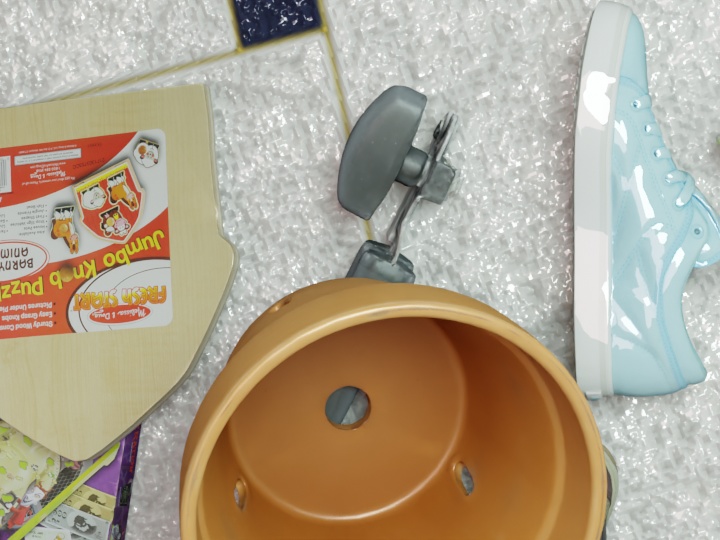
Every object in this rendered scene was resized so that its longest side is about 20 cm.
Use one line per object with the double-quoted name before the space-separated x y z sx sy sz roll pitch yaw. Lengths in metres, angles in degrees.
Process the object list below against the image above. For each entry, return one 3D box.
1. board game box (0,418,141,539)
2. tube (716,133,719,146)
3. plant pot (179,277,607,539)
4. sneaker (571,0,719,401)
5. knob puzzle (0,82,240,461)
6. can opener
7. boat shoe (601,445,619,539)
"board game box" -0.227 0.111 0.993 0.198 0.032 0.121 11 99 14
"tube" 0.257 -0.004 0.846 0.200 0.052 0.058 51 145 5
"plant pot" 0.006 0.089 0.833 0.198 0.140 0.202 -3 109 -10
"sneaker" 0.147 -0.035 0.866 0.081 0.074 0.202 0 100 7
"knob puzzle" -0.157 0.005 0.960 0.217 0.030 0.222 -2 84 17
"can opener" 0.000 0.000 0.911 0.066 0.053 0.202 22 101 -2
"boat shoe" 0.084 0.184 0.888 0.071 0.065 0.202 20 101 10
